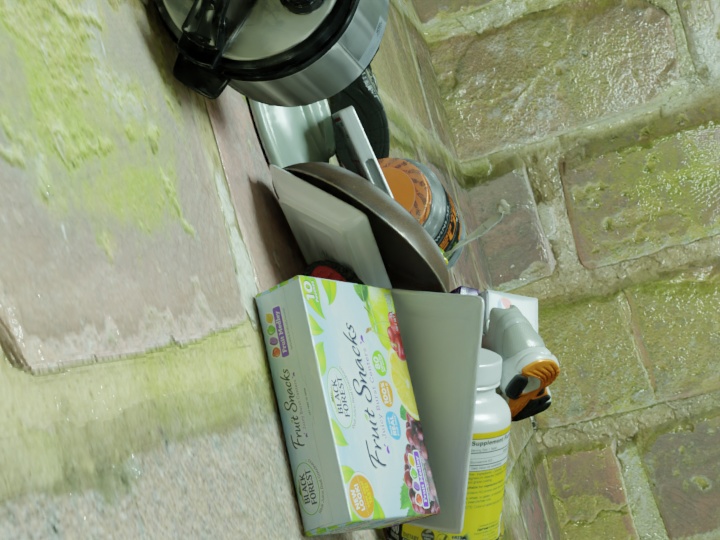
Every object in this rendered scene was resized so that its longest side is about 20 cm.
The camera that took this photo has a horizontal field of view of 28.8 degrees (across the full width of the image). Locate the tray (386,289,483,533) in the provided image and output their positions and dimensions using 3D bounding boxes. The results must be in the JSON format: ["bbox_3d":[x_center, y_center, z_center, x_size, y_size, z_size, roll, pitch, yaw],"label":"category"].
[{"bbox_3d":[0.057,0.120,1.225,0.022,0.107,0.202,8,87,-55],"label":"tray"}]

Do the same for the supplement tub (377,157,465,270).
[{"bbox_3d":[0.054,-0.062,1.698,0.200,0.122,0.124,40,36,-72],"label":"supplement tub"}]

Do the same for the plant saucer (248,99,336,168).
[{"bbox_3d":[-0.064,-0.159,1.409,0.200,0.050,0.202,-16,90,-80],"label":"plant saucer"}]

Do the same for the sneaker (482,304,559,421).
[{"bbox_3d":[0.154,0.098,1.453,0.200,0.075,0.093,102,-30,-64],"label":"sneaker"}]

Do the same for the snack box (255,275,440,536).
[{"bbox_3d":[-0.009,0.112,1.164,0.142,0.053,0.202,8,64,-55],"label":"snack box"}]

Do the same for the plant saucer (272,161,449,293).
[{"bbox_3d":[0.007,-0.035,1.282,0.200,0.032,0.200,36,-16,12],"label":"plant saucer"}]

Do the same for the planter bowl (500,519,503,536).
[{"bbox_3d":[0.115,0.269,1.616,0.200,0.083,0.202,-16,90,-82],"label":"planter bowl"}]

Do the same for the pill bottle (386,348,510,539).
[{"bbox_3d":[0.087,0.178,1.362,0.112,0.111,0.202,-51,146,-78],"label":"pill bottle"}]

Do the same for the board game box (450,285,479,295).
[{"bbox_3d":[0.085,0.129,1.511,0.120,0.032,0.202,141,-44,-59],"label":"board game box"}]

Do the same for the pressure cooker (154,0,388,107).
[{"bbox_3d":[-0.071,-0.230,1.112,0.200,0.177,0.178,14,64,-79],"label":"pressure cooker"}]

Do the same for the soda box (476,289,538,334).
[{"bbox_3d":[0.122,0.080,1.581,0.200,0.068,0.064,149,-53,-62],"label":"soda box"}]

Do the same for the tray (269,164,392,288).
[{"bbox_3d":[-0.025,-0.019,1.296,0.022,0.107,0.200,-55,156,-17],"label":"tray"}]

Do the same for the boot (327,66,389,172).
[{"bbox_3d":[-0.010,-0.227,1.753,0.154,0.073,0.205,-85,159,-71],"label":"boot"}]

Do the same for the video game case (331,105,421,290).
[{"bbox_3d":[0.022,-0.069,1.406,0.143,0.017,0.201,-127,-167,-84],"label":"video game case"}]

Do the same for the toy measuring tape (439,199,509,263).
[{"bbox_3d":[0.071,-0.033,1.565,0.074,0.200,0.074,51,8,-10],"label":"toy measuring tape"}]

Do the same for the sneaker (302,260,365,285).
[{"bbox_3d":[-0.013,0.088,1.302,0.201,0.079,0.095,67,-17,-4],"label":"sneaker"}]
